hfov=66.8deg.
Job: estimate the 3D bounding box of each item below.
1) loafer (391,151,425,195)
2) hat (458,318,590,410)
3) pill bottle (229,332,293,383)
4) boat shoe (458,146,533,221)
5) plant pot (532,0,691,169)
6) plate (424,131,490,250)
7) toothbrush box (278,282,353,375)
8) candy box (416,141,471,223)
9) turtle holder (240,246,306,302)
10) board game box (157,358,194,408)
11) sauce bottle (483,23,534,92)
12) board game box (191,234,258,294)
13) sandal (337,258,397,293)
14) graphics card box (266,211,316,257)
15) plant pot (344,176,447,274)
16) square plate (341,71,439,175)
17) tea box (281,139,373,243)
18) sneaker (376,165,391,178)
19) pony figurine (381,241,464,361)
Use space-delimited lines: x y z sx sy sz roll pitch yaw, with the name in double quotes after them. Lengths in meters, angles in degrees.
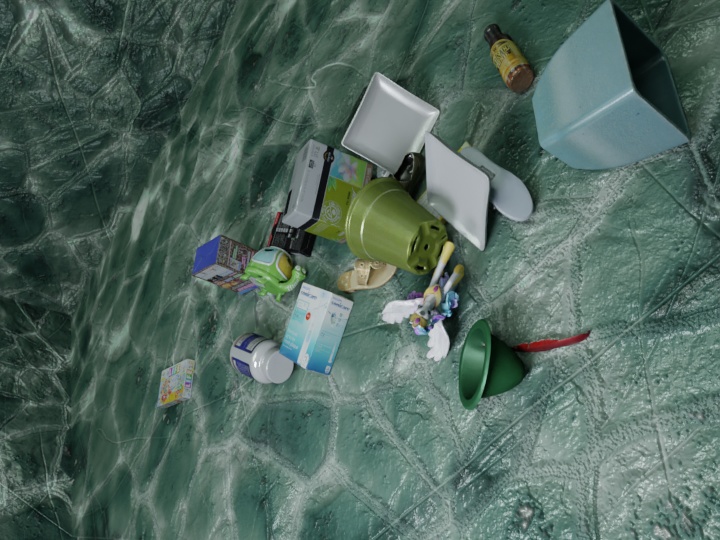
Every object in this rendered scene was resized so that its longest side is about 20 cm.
0.094 -0.209 1.368 0.074 0.069 0.205 24 91 31 "loafer"
0.291 0.188 1.015 0.200 0.170 0.172 118 163 -77 "hat"
-0.279 0.253 1.559 0.197 0.118 0.124 8 78 50 "pill bottle"
0.283 -0.173 1.147 0.202 0.086 0.075 45 99 23 "boat shoe"
0.419 -0.295 0.964 0.198 0.192 0.202 -29 52 47 "plant pot"
0.208 -0.171 1.152 0.032 0.203 0.200 -28 51 -17 "plate"
-0.118 0.152 1.448 0.144 0.084 0.206 16 84 50 "toothbrush box"
0.209 -0.190 1.274 0.201 0.026 0.104 -50 41 22 "candy box"
-0.260 0.000 1.641 0.183 0.140 0.134 -7 49 56 "turtle holder"
-0.679 0.418 2.008 0.197 0.034 0.139 -26 54 40 "board game box"
0.330 -0.489 1.244 0.066 0.065 0.204 -40 46 28 "sauce bottle"
-0.419 -0.015 1.778 0.157 0.197 0.100 -18 58 41 "board game box"
0.000 0.006 1.390 0.208 0.069 0.080 -22 57 41 "sandal"
-0.210 -0.115 1.702 0.197 0.050 0.130 7 77 51 "graphics card box"
0.095 -0.084 1.232 0.188 0.197 0.205 32 97 46 "plant pot"
0.077 -0.365 1.400 0.203 0.196 0.028 -62 9 5 "square plate"
-0.088 -0.207 1.473 0.133 0.191 0.207 -17 59 64 "tea box"
0.046 -0.349 1.451 0.083 0.118 0.207 -14 61 58 "sneaker"
0.141 0.070 1.130 0.163 0.195 0.202 30 62 10 "pony figurine"
